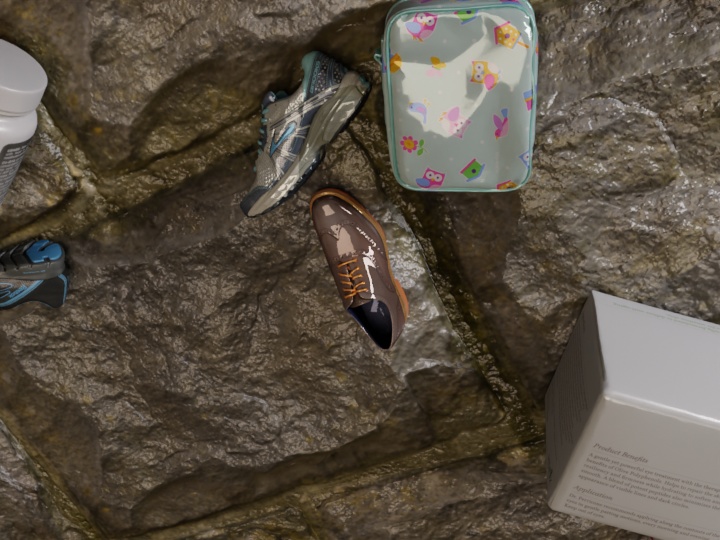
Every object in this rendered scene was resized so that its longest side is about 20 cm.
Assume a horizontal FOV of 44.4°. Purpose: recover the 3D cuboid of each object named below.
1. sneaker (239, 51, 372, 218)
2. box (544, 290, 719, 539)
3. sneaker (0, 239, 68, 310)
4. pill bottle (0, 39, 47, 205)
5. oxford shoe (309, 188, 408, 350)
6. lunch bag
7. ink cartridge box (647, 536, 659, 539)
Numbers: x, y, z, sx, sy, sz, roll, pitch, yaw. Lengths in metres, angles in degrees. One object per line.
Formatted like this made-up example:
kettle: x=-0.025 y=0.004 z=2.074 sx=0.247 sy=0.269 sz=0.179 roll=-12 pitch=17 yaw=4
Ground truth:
sneaker: x=-0.075 y=-0.145 z=0.943 sx=0.086 sy=0.078 sz=0.200 roll=40 pitch=111 yaw=-1
box: x=0.322 y=0.161 z=0.971 sx=0.197 sy=0.200 sz=0.172 roll=15 pitch=123 yaw=1
sneaker: x=-0.456 y=0.016 z=1.067 sx=0.198 sy=0.073 sz=0.082 roll=-1 pitch=124 yaw=-3
pill bottle: x=-0.422 y=-0.146 z=0.961 sx=0.113 sy=0.114 sz=0.200 roll=32 pitch=119 yaw=-10
oxford shoe: x=0.000 y=0.000 z=1.001 sx=0.071 sy=0.073 sz=0.201 roll=-22 pitch=113 yaw=20
lunch bag: x=0.096 y=-0.180 z=0.884 sx=0.159 sy=0.077 sz=0.201 roll=1 pitch=119 yaw=10
ink cartridge box: x=0.410 y=0.394 z=1.087 sx=0.084 sy=0.200 sz=0.146 roll=-2 pitch=119 yaw=10
